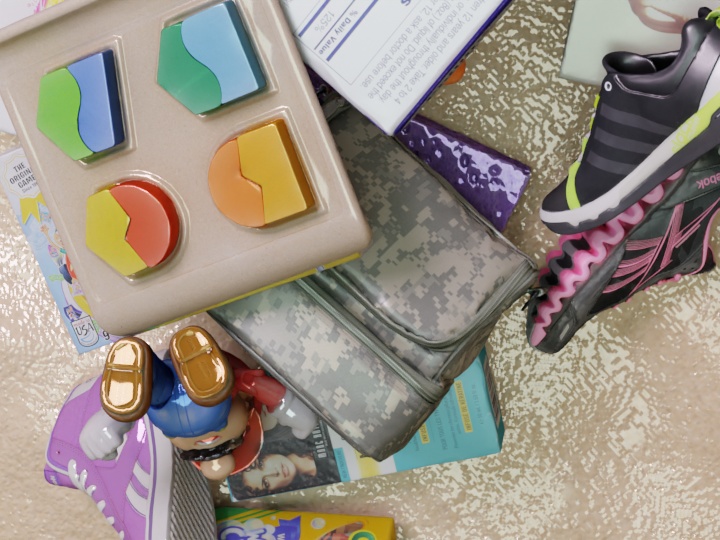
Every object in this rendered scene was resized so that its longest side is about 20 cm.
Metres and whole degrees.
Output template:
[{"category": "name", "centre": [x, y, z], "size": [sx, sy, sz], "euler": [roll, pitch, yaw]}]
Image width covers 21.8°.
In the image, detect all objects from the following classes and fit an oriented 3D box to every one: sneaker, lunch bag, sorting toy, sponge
[{"category": "sneaker", "centre": [-0.167, 0.163, 1.326], "size": [0.114, 0.073, 0.201], "euler": [-18, 58, 17]}, {"category": "lunch bag", "centre": [0.000, 0.000, 1.225], "size": [0.200, 0.139, 0.168], "euler": [42, 94, 7]}, {"category": "sorting toy", "centre": [-0.111, -0.073, 1.092], "size": [0.184, 0.036, 0.201], "euler": [-20, 102, 19]}, {"category": "sponge", "centre": [0.006, -0.063, 1.297], "size": [0.199, 0.030, 0.112], "euler": [26, 106, 1]}, {"category": "sneaker", "centre": [0.192, -0.012, 1.266], "size": [0.095, 0.079, 0.200], "euler": [34, 108, -13]}, {"category": "sneaker", "centre": [0.173, -0.097, 1.154], "size": [0.083, 0.072, 0.200], "euler": [52, 132, -1]}]

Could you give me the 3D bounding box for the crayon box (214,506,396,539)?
[{"category": "crayon box", "centre": [-0.048, 0.233, 1.329], "size": [0.199, 0.126, 0.052], "euler": [3, 132, 7]}]

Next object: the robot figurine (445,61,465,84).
[{"category": "robot figurine", "centre": [0.014, -0.215, 1.214], "size": [0.143, 0.117, 0.201], "euler": [-10, 102, 14]}]

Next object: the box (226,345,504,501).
[{"category": "box", "centre": [-0.003, 0.102, 1.331], "size": [0.199, 0.049, 0.083], "euler": [-12, 102, 11]}]

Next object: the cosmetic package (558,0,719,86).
[{"category": "cosmetic package", "centre": [0.233, -0.151, 1.203], "size": [0.199, 0.103, 0.088], "euler": [11, 106, 4]}]

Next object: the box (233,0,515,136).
[{"category": "box", "centre": [0.010, -0.217, 1.097], "size": [0.200, 0.105, 0.184], "euler": [41, 108, -1]}]

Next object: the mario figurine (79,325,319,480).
[{"category": "mario figurine", "centre": [-0.102, 0.099, 1.219], "size": [0.123, 0.200, 0.106], "euler": [24, 82, 13]}]

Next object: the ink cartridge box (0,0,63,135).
[{"category": "ink cartridge box", "centre": [-0.172, -0.160, 1.224], "size": [0.199, 0.145, 0.145], "euler": [16, 106, 14]}]

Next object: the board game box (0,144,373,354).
[{"category": "board game box", "centre": [-0.109, -0.042, 1.140], "size": [0.199, 0.034, 0.135], "euler": [-19, 102, 19]}]
